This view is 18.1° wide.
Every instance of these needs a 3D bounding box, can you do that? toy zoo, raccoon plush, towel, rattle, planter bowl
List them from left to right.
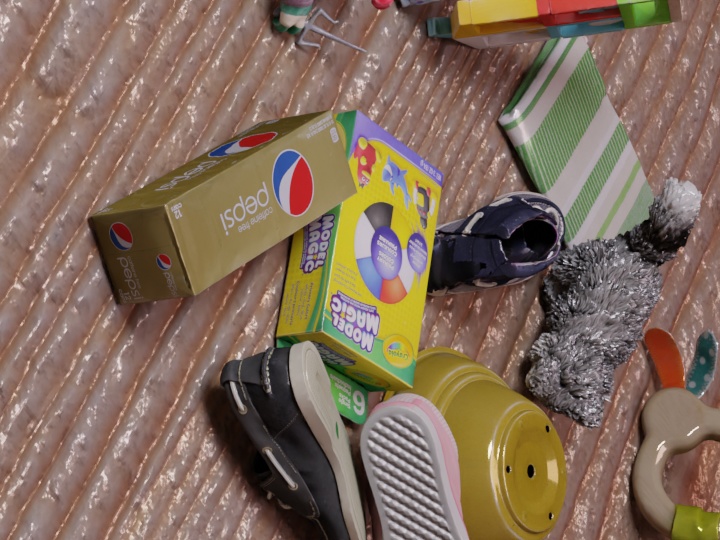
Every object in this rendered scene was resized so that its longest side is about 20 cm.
[{"bbox_3d":[0.099,0.154,1.713,0.200,0.083,0.202,15,71,-52],"label":"planter bowl"},{"bbox_3d":[0.150,-0.200,1.768,0.131,0.199,0.021,16,68,-81],"label":"toy zoo"},{"bbox_3d":[0.188,-0.092,1.935,0.201,0.023,0.153,61,41,-28],"label":"towel"},{"bbox_3d":[0.192,0.027,1.803,0.134,0.096,0.201,-67,177,-52],"label":"raccoon plush"},{"bbox_3d":[0.299,0.165,2.000,0.143,0.130,0.201,42,24,-55],"label":"rattle"}]

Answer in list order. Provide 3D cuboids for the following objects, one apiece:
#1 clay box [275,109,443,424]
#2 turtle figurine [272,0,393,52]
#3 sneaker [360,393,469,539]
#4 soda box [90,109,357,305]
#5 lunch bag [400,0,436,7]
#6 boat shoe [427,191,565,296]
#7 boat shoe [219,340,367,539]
[{"bbox_3d":[0.000,0.000,1.636,0.115,0.047,0.201,32,57,-46],"label":"clay box"},{"bbox_3d":[-0.028,-0.256,1.613,0.200,0.100,0.150,41,52,-35],"label":"turtle figurine"},{"bbox_3d":[0.043,0.181,1.605,0.105,0.075,0.202,-61,143,-79],"label":"sneaker"},{"bbox_3d":[-0.087,-0.044,1.508,0.200,0.067,0.064,-35,112,-51],"label":"soda box"},{"bbox_3d":[0.085,-0.311,1.709,0.127,0.169,0.201,-12,94,-55],"label":"lunch bag"},{"bbox_3d":[0.130,-0.023,1.781,0.200,0.092,0.075,-23,102,-53],"label":"boat shoe"},{"bbox_3d":[-0.039,0.131,1.553,0.072,0.067,0.201,-93,166,-51],"label":"boat shoe"}]
